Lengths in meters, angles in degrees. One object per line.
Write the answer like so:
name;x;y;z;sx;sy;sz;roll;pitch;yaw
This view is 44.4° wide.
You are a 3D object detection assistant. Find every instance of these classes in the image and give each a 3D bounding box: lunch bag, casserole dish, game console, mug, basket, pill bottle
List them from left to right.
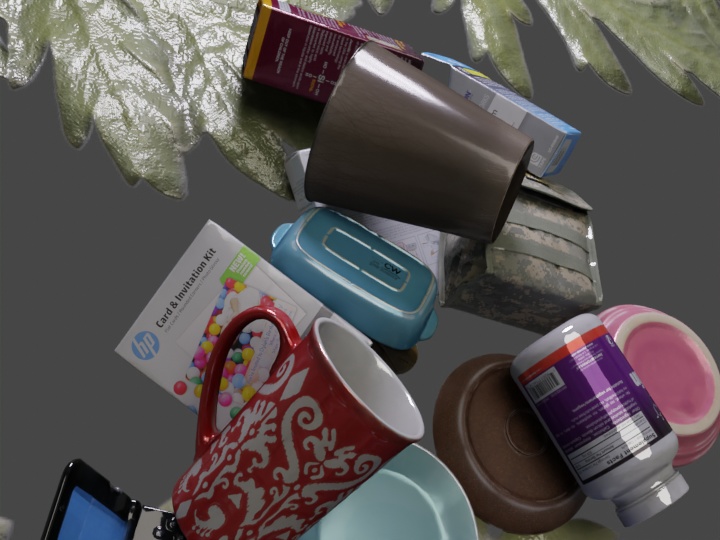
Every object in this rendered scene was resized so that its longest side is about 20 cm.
game console;-0.182;0.280;0.709;0.173;0.117;0.203;17;58;-12
mug;-0.068;0.145;0.777;0.133;0.200;0.178;30;19;-49
casserole dish;0.000;0.000;0.914;0.198;0.039;0.122;32;41;1
basket;0.066;-0.117;0.911;0.198;0.136;0.183;24;87;14
lunch bag;0.182;-0.046;1.027;0.162;0.118;0.203;16;56;-23
pill bottle;0.248;0.154;0.911;0.111;0.113;0.202;-22;73;-30

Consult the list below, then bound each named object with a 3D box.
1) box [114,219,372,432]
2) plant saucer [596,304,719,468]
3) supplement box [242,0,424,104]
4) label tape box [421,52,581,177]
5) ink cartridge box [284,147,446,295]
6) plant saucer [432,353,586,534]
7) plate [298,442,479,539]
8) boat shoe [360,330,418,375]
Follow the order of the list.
box;-0.110;0.073;0.854;0.199;0.041;0.157;37;86;2
plant saucer;0.350;0.128;1.043;0.197;0.051;0.203;10;59;-17
supplement box;-0.035;-0.249;1.046;0.197;0.087;0.111;15;20;-13
label tape box;0.166;-0.193;1.090;0.198;0.067;0.143;32;18;14
ink cartridge box;0.016;-0.055;1.025;0.161;0.057;0.203;-17;90;-29
plant saucer;0.174;0.179;0.956;0.197;0.035;0.203;10;59;-17
plate;0.022;0.260;0.856;0.197;0.026;0.203;10;59;-16
boat shoe;-0.034;0.053;0.926;0.197;0.074;0.065;21;37;-9
